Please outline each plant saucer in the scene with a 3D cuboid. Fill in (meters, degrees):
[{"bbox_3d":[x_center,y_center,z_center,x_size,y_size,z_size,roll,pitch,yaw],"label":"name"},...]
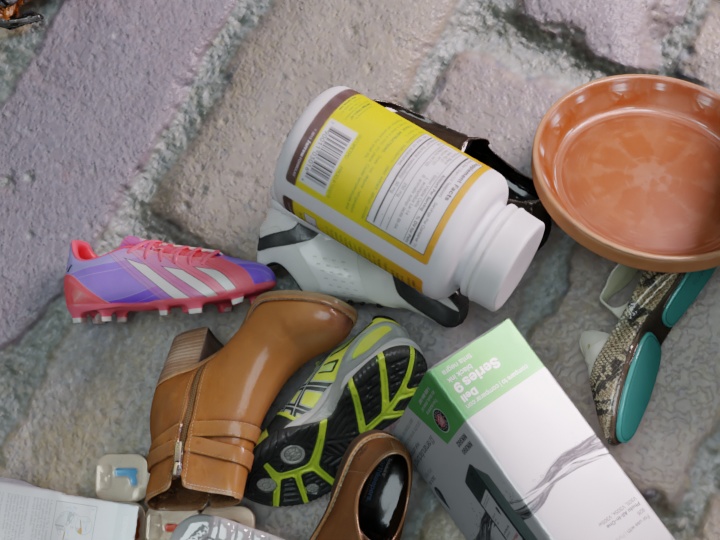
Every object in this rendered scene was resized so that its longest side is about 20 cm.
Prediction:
[{"bbox_3d":[0.235,-0.078,0.988,0.197,0.033,0.202,1,52,-1],"label":"plant saucer"}]

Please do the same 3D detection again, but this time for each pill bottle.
[{"bbox_3d":[0.039,-0.052,0.955,0.199,0.109,0.110,32,85,15],"label":"pill bottle"}]

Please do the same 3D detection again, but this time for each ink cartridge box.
[{"bbox_3d":[0.123,0.160,0.927,0.083,0.146,0.201,-29,72,-22],"label":"ink cartridge box"},{"bbox_3d":[-0.286,0.263,1.044,0.197,0.050,0.165,7,80,9],"label":"ink cartridge box"}]

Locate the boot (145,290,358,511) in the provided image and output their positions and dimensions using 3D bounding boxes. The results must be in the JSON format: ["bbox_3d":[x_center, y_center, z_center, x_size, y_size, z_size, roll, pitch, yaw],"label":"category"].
[{"bbox_3d":[-0.088,0.108,0.984,0.198,0.074,0.156,-22,45,33],"label":"boot"}]

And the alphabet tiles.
[{"bbox_3d":[-0.182,0.257,1.040,0.193,0.015,0.203,-2,78,13],"label":"alphabet tiles"}]

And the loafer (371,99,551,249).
[{"bbox_3d":[0.077,-0.093,1.027,0.198,0.072,0.073,29,56,9],"label":"loafer"}]

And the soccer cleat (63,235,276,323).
[{"bbox_3d":[-0.167,0.002,1.056,0.197,0.067,0.078,-7,87,21],"label":"soccer cleat"}]

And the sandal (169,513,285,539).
[{"bbox_3d":[-0.061,0.257,0.998,0.201,0.050,0.083,33,77,-2],"label":"sandal"}]

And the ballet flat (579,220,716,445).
[{"bbox_3d":[0.222,0.041,0.992,0.075,0.068,0.202,21,76,36],"label":"ballet flat"}]

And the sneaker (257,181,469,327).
[{"bbox_3d":[0.000,0.000,1.042,0.199,0.074,0.081,30,105,16],"label":"sneaker"}]

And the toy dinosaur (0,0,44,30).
[{"bbox_3d":[-0.357,-0.291,1.154,0.197,0.102,0.138,-10,93,-14],"label":"toy dinosaur"}]

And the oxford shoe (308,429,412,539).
[{"bbox_3d":[-0.006,0.225,0.948,0.070,0.071,0.203,15,87,-13],"label":"oxford shoe"}]

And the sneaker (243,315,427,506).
[{"bbox_3d":[-0.026,0.119,1.020,0.199,0.075,0.077,-39,29,13],"label":"sneaker"}]
